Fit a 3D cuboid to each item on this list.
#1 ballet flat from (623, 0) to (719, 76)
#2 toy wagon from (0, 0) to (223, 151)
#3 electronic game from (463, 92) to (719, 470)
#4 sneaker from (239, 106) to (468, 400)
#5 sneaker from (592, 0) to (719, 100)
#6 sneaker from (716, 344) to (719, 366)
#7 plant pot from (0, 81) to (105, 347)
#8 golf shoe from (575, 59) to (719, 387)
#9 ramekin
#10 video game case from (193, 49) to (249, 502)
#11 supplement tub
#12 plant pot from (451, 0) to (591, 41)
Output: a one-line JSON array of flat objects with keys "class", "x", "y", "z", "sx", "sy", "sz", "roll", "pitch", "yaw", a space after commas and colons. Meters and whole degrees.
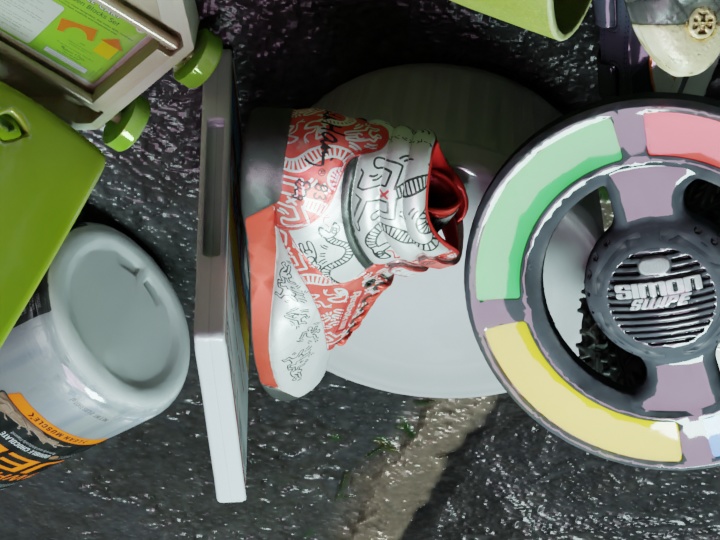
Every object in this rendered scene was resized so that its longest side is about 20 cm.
[{"class": "ballet flat", "x": 0.156, "y": -0.184, "z": 1.287, "sx": 0.066, "sy": 0.057, "sz": 0.200, "roll": -9, "pitch": 113, "yaw": -29}, {"class": "toy wagon", "x": -0.147, "y": -0.142, "z": 1.467, "sx": 0.155, "sy": 0.040, "sz": 0.200, "roll": 30, "pitch": 135, "yaw": -26}, {"class": "electronic game", "x": 0.150, "y": 0.008, "z": 1.384, "sx": 0.200, "sy": 0.042, "sz": 0.200, "roll": 5, "pitch": 114, "yaw": 11}, {"class": "sneaker", "x": 0.000, "y": 0.000, "z": 1.446, "sx": 0.108, "sy": 0.067, "sz": 0.201, "roll": 5, "pitch": 137, "yaw": 8}, {"class": "sneaker", "x": 0.147, "y": -0.128, "z": 1.390, "sx": 0.079, "sy": 0.078, "sz": 0.200, "roll": 22, "pitch": 115, "yaw": 1}, {"class": "sneaker", "x": 0.184, "y": 0.031, "z": 1.615, "sx": 0.200, "sy": 0.075, "sz": 0.100, "roll": -13, "pitch": 118, "yaw": 23}, {"class": "plant pot", "x": -0.289, "y": -0.026, "z": 1.486, "sx": 0.181, "sy": 0.200, "sz": 0.199, "roll": 43, "pitch": 147, "yaw": -27}, {"class": "golf shoe", "x": 0.188, "y": -0.018, "z": 1.466, "sx": 0.078, "sy": 0.200, "sz": 0.094, "roll": 32, "pitch": -176, "yaw": 43}, {"class": "ramekin", "x": 0.040, "y": -0.026, "z": 1.533, "sx": 0.202, "sy": 0.094, "sz": 0.202, "roll": 4, "pitch": 141, "yaw": 3}, {"class": "video game case", "x": -0.072, "y": 0.002, "z": 1.501, "sx": 0.017, "sy": 0.200, "sz": 0.143, "roll": -2, "pitch": 140, "yaw": 2}, {"class": "supplement tub", "x": -0.208, "y": 0.061, "z": 1.655, "sx": 0.200, "sy": 0.123, "sz": 0.122, "roll": -26, "pitch": 130, "yaw": 35}, {"class": "plant pot", "x": 0.015, "y": -0.216, "z": 1.263, "sx": 0.200, "sy": 0.187, "sz": 0.187, "roll": 14, "pitch": 142, "yaw": 12}]
